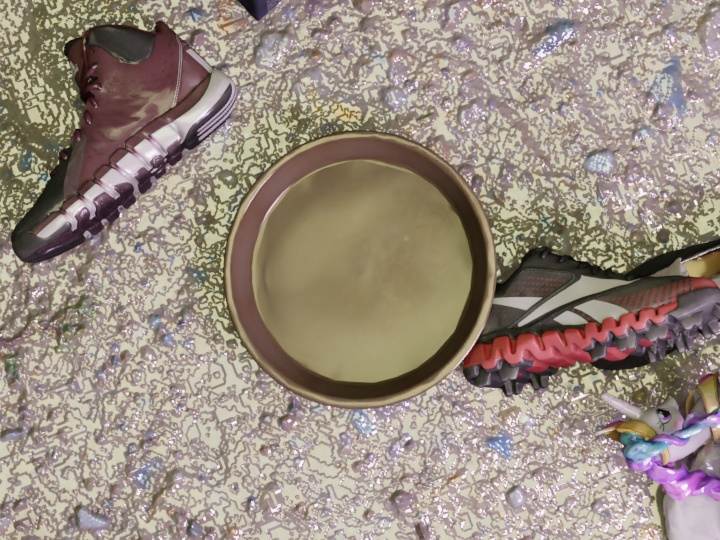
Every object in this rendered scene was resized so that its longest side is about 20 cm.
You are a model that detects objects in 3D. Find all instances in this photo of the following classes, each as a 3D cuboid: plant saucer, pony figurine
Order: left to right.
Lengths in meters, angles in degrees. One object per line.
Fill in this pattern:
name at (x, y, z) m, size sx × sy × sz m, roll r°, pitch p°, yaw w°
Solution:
plant saucer at (0.000, 0.000, 1.309) m, size 0.199 × 0.029 × 0.201 m, roll -1°, pitch 84°, yaw 9°
pony figurine at (0.275, 0.136, 1.280) m, size 0.199 × 0.166 × 0.194 m, roll -28°, pitch 90°, yaw -24°

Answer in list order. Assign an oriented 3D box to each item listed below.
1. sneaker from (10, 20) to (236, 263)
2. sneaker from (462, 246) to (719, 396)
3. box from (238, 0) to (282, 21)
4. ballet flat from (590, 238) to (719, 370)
sneaker at (-0.195, -0.103, 1.307) m, size 0.200 × 0.076 × 0.116 m, roll -41°, pitch 85°, yaw -13°
sneaker at (0.160, 0.023, 1.281) m, size 0.200 × 0.071 × 0.099 m, roll -15°, pitch 70°, yaw 29°
box at (-0.083, -0.275, 1.246) m, size 0.107 × 0.200 × 0.149 m, roll -42°, pitch 90°, yaw -2°
ballet flat at (0.249, 0.010, 1.312) m, size 0.199 × 0.068 × 0.068 m, roll -28°, pitch 89°, yaw -2°
